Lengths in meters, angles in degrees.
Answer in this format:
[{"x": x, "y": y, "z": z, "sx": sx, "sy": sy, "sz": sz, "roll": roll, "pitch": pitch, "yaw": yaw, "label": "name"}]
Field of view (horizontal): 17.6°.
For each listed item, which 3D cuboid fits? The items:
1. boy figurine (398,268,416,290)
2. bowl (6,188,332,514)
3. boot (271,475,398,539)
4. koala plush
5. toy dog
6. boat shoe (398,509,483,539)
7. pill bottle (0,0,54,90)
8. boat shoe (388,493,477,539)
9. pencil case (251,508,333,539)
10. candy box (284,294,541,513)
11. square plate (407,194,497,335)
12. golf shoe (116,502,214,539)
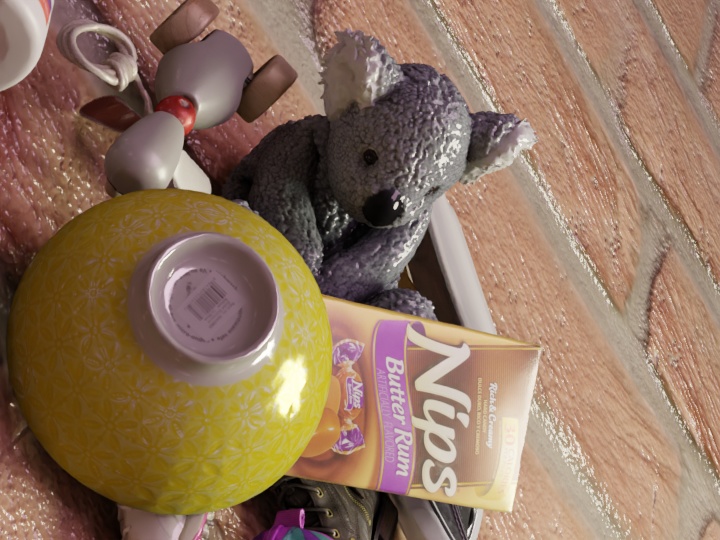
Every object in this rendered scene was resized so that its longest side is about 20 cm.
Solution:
[{"x": 0.000, "y": 0.000, "z": 1.719, "sx": 0.124, "sy": 0.064, "sz": 0.200, "roll": 33, "pitch": 42, "yaw": -26, "label": "boy figurine"}, {"x": -0.099, "y": 0.033, "z": 1.361, "sx": 0.200, "sy": 0.108, "sz": 0.201, "roll": 7, "pitch": 68, "yaw": -18, "label": "bowl"}, {"x": -0.048, "y": 0.143, "z": 1.555, "sx": 0.174, "sy": 0.069, "sz": 0.200, "roll": 59, "pitch": 20, "yaw": -21, "label": "boot"}, {"x": 0.006, "y": -0.068, "z": 1.579, "sx": 0.177, "sy": 0.200, "sz": 0.184, "roll": 27, "pitch": 42, "yaw": -14, "label": "koala plush"}, {"x": -0.129, "y": -0.101, "z": 1.533, "sx": 0.132, "sy": 0.096, "sz": 0.200, "roll": 54, "pitch": 38, "yaw": 9, "label": "toy dog"}, {"x": 0.056, "y": 0.126, "z": 1.746, "sx": 0.062, "sy": 0.072, "sz": 0.200, "roll": 50, "pitch": 30, "yaw": -66, "label": "boat shoe"}, {"x": -0.227, "y": -0.210, "z": 1.382, "sx": 0.111, "sy": 0.111, "sz": 0.200, "roll": 47, "pitch": 36, "yaw": -39, "label": "pill bottle"}, {"x": 0.055, "y": 0.152, "z": 1.652, "sx": 0.072, "sy": 0.068, "sz": 0.200, "roll": 76, "pitch": -10, "yaw": -45, "label": "boat shoe"}, {"x": -0.075, "y": 0.230, "z": 1.399, "sx": 0.200, "sy": 0.085, "sz": 0.093, "roll": -42, "pitch": 117, "yaw": -56, "label": "pencil case"}, {"x": 0.018, "y": 0.086, "z": 1.519, "sx": 0.200, "sy": 0.056, "sz": 0.117, "roll": 13, "pitch": 85, "yaw": -34, "label": "candy box"}, {"x": 0.073, "y": 0.040, "z": 1.748, "sx": 0.198, "sy": 0.028, "sz": 0.200, "roll": 88, "pitch": -14, "yaw": -68, "label": "square plate"}, {"x": -0.128, "y": 0.124, "z": 1.419, "sx": 0.091, "sy": 0.075, "sz": 0.200, "roll": 19, "pitch": 63, "yaw": -8, "label": "golf shoe"}]
